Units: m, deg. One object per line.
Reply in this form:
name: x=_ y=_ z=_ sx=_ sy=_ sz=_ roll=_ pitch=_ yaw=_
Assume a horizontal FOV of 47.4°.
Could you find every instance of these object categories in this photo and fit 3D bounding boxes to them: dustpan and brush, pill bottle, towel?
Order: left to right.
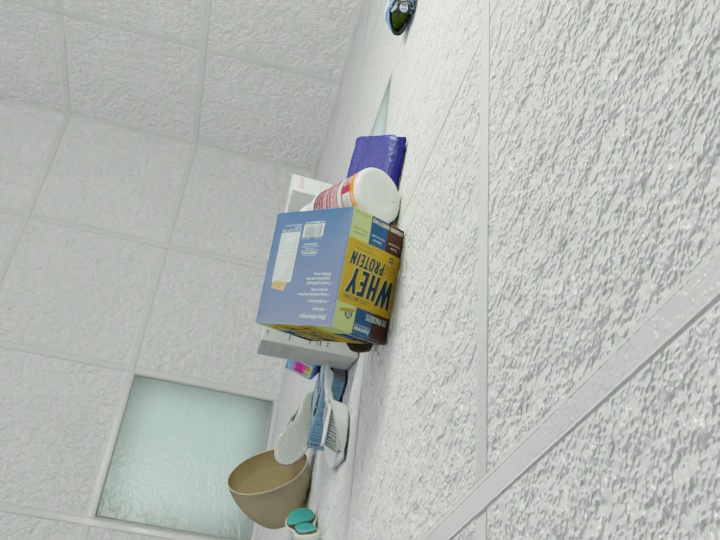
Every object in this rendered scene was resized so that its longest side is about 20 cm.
dustpan and brush: x=-0.057 y=0.281 z=1.625 sx=0.140 sy=0.057 sz=0.202 roll=117 pitch=163 yaw=-63
pill bottle: x=-0.028 y=-0.111 z=1.557 sx=0.199 sy=0.109 sz=0.111 roll=-21 pitch=51 yaw=45
towel: x=0.027 y=-0.167 z=1.632 sx=0.147 sy=0.049 sz=0.202 roll=9 pitch=87 yaw=50

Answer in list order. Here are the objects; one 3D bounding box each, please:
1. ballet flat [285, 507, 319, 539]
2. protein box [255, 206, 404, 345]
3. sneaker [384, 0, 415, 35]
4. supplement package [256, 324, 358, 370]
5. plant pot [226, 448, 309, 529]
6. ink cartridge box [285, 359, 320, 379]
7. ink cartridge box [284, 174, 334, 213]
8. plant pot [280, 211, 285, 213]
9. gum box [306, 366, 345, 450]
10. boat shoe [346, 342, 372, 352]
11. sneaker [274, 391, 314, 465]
ballet flat: x=-0.118 y=0.545 z=1.693 sx=0.200 sy=0.069 sz=0.070 roll=163 pitch=119 yaw=-80
protein box: x=-0.053 y=0.012 z=1.410 sx=0.197 sy=0.134 sz=0.202 roll=-1 pitch=73 yaw=43
sneaker: x=0.101 y=-0.625 z=1.856 sx=0.090 sy=0.078 sz=0.201 roll=-96 pitch=10 yaw=-45
supplement package: x=-0.103 y=0.120 z=1.691 sx=0.121 sy=0.198 sz=0.121 roll=123 pitch=158 yaw=-68
plant pot: x=-0.207 y=0.537 z=1.971 sx=0.200 sy=0.198 sz=0.136 roll=-105 pitch=1 yaw=-73
ink cartridge box: x=-0.096 y=0.133 z=1.911 sx=0.136 sy=0.076 sz=0.202 roll=-36 pitch=-36 yaw=-68
ink cartridge box: x=-0.064 y=-0.134 z=1.794 sx=0.148 sy=0.198 sz=0.087 roll=-100 pitch=24 yaw=-71
plant pot: x=-0.109 y=-0.021 z=2.042 sx=0.196 sy=0.194 sz=0.202 roll=-103 pitch=17 yaw=-72
gum box: x=-0.074 y=0.268 z=1.830 sx=0.171 sy=0.044 sz=0.202 roll=-89 pitch=14 yaw=-60
boat shoe: x=0.011 y=0.051 z=1.496 sx=0.074 sy=0.075 sz=0.202 roll=41 pitch=-132 yaw=-61
sneaker: x=-0.148 y=0.397 z=2.008 sx=0.201 sy=0.078 sz=0.080 roll=-59 pitch=-6 yaw=-33
